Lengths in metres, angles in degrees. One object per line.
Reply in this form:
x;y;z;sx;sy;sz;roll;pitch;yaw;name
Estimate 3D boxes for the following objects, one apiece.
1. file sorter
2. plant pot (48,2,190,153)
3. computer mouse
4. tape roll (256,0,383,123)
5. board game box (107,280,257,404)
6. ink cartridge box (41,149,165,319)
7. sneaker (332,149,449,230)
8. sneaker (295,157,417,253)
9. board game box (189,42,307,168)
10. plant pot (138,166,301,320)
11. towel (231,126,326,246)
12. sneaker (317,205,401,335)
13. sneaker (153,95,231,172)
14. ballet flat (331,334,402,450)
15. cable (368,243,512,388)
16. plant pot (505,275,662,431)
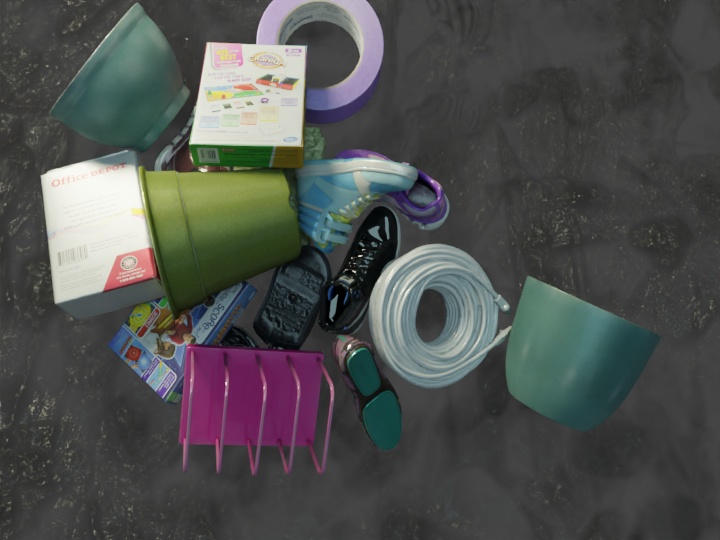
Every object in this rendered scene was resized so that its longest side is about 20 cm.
-0.142;0.193;0.932;0.194;0.125;0.144;5;101;-16;file sorter
-0.332;-0.259;0.996;0.134;0.199;0.202;39;83;-23;plant pot
-0.111;0.056;1.028;0.136;0.053;0.203;32;93;6;computer mouse
-0.062;-0.337;1.065;0.193;0.066;0.207;0;83;-1;tape roll
-0.260;0.070;1.004;0.134;0.034;0.202;34;84;21;board game box
-0.365;-0.051;0.989;0.143;0.086;0.205;-14;69;-3;ink cartridge box
0.048;-0.132;1.035;0.195;0.089;0.082;24;84;2;sneaker
-0.009;-0.090;0.980;0.195;0.079;0.135;4;91;33;sneaker
-0.148;-0.232;0.952;0.148;0.041;0.205;1;56;-2;board game box
-0.182;-0.059;0.926;0.185;0.200;0.206;-15;84;-13;plant pot
-0.131;-0.127;1.053;0.143;0.037;0.207;6;83;-3;towel
0.000;0.000;0.989;0.071;0.112;0.205;21;92;14;sneaker
-0.211;-0.188;1.029;0.115;0.076;0.202;37;93;17;sneaker
0.009;0.169;0.995;0.068;0.071;0.204;-31;123;-13;ballet flat
0.106;0.064;0.991;0.199;0.069;0.202;-40;106;-16;cable
0.294;0.123;0.966;0.196;0.201;0.165;24;95;1;plant pot
